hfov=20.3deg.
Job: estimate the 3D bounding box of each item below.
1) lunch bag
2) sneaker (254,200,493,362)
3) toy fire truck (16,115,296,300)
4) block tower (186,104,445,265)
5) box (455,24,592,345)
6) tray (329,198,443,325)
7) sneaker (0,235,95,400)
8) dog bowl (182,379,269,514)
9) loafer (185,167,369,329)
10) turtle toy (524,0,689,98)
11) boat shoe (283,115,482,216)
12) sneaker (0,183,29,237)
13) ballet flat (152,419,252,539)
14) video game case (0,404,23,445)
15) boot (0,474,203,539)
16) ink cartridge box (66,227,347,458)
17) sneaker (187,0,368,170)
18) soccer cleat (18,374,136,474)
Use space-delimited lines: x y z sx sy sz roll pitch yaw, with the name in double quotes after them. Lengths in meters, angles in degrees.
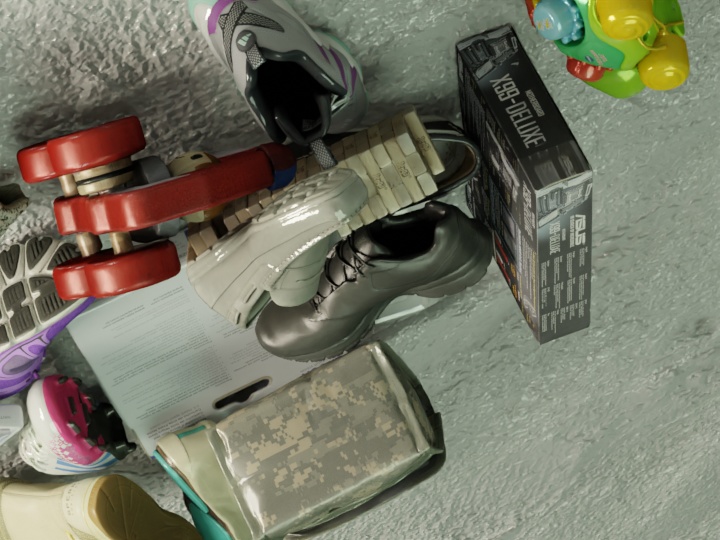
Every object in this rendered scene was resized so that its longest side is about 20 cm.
-0.019 0.145 1.655 0.163 0.118 0.200 -27 171 5 "lunch bag"
0.000 0.000 1.552 0.199 0.076 0.091 -30 149 11 "sneaker"
-0.136 -0.057 1.407 0.167 0.113 0.200 -20 -173 -23 "toy fire truck"
-0.036 -0.049 1.482 0.199 0.058 0.054 -27 110 6 "block tower"
0.128 -0.064 1.567 0.049 0.158 0.201 -19 143 -8 "box"
0.023 -0.014 1.681 0.106 0.022 0.201 -18 144 -13 "tray"
-0.264 0.045 1.542 0.199 0.081 0.083 -35 146 28 "sneaker"
-0.073 0.150 1.797 0.198 0.059 0.201 -17 144 -13 "dog bowl"
-0.049 -0.013 1.384 0.070 0.070 0.200 -40 -174 -34 "loafer"
0.179 -0.194 1.468 0.100 0.147 0.200 -16 149 22 "turtle toy"
-0.002 -0.070 1.541 0.198 0.060 0.075 -12 109 -20 "boat shoe"
-0.296 -0.072 1.387 0.088 0.077 0.200 -41 149 -1 "sneaker"
-0.118 0.189 1.721 0.069 0.070 0.201 -23 145 -3 "ballet flat"
-0.384 0.146 1.574 0.181 0.023 0.200 2 157 -33 "video game case"
-0.229 0.239 1.740 0.154 0.073 0.200 -3 146 31 "boot"
-0.123 0.046 1.637 0.198 0.041 0.201 -25 137 -2 "ink cartridge box"
-0.038 -0.116 1.411 0.078 0.140 0.200 -39 142 13 "sneaker"
-0.245 0.135 1.629 0.086 0.070 0.200 -20 165 5 "soccer cleat"
